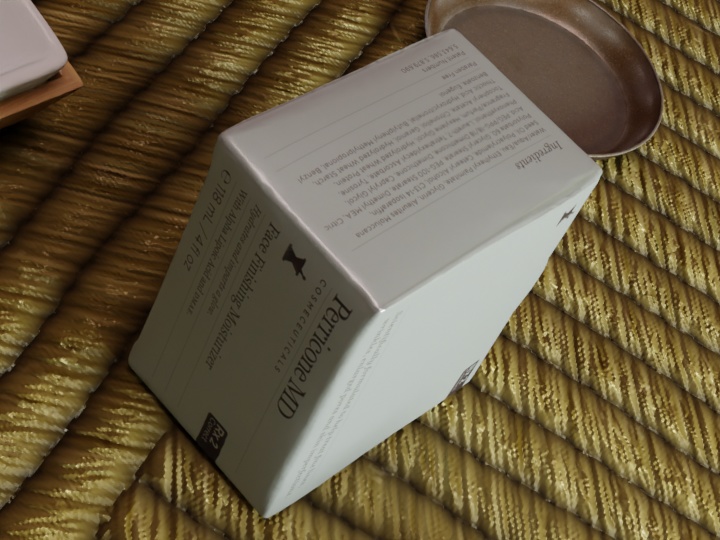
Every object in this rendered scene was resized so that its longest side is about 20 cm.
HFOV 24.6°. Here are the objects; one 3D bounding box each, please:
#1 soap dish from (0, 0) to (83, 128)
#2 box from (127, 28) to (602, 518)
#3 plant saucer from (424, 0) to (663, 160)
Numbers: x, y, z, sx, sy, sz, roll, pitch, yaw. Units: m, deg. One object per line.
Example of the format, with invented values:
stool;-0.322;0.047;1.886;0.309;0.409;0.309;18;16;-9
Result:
soap dish;-0.288;-0.154;0.995;0.157;0.081;0.201;-30;78;-41
box;0.000;0.000;0.936;0.131;0.200;0.199;45;47;17
plant saucer;0.135;-0.153;1.256;0.198;0.032;0.201;14;48;-16
